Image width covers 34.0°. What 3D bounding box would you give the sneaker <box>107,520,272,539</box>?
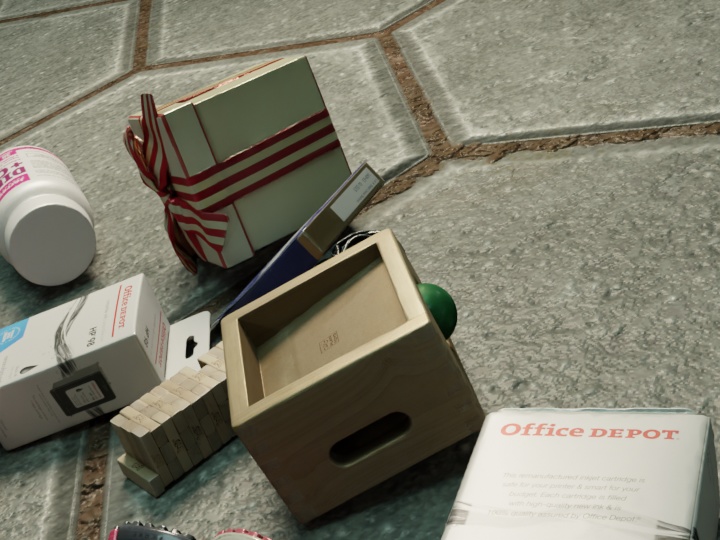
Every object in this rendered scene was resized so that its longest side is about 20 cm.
[{"bbox_3d":[-0.095,0.217,0.763,0.199,0.081,0.075,-7,45,35],"label":"sneaker"}]

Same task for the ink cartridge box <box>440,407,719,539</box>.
[{"bbox_3d":[0.125,0.176,0.684,0.145,0.086,0.200,-3,31,25],"label":"ink cartridge box"}]

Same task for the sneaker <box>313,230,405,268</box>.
[{"bbox_3d":[0.000,0.000,1.045,0.070,0.100,0.200,-29,29,-15],"label":"sneaker"}]

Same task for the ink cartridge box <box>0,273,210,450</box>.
[{"bbox_3d":[-0.241,0.074,1.077,0.198,0.067,0.116,-21,28,4],"label":"ink cartridge box"}]

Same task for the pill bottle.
[{"bbox_3d":[-0.369,-0.063,1.350,0.113,0.114,0.200,-26,30,-13],"label":"pill bottle"}]

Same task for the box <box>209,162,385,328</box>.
[{"bbox_3d":[-0.064,-0.009,1.096,0.200,0.032,0.121,-41,7,45],"label":"box"}]

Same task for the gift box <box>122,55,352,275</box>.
[{"bbox_3d":[-0.129,-0.115,1.198,0.186,0.186,0.200,-27,10,-17],"label":"gift box"}]

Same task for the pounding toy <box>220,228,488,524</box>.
[{"bbox_3d":[0.020,0.086,0.880,0.199,0.143,0.184,-28,28,5],"label":"pounding toy"}]

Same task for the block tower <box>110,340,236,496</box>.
[{"bbox_3d":[-0.114,0.100,0.984,0.200,0.058,0.054,-37,33,-28],"label":"block tower"}]
